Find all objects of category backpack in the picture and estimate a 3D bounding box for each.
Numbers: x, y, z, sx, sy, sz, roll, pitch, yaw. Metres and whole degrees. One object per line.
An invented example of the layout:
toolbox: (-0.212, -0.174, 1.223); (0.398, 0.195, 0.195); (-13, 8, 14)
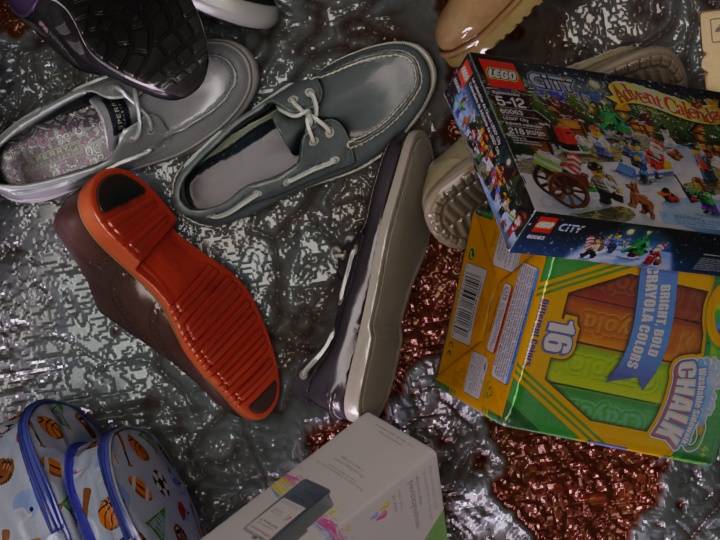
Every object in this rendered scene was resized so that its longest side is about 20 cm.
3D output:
backpack: (-0.190, 0.179, 1.641); (0.154, 0.200, 0.191); (-34, 82, 4)

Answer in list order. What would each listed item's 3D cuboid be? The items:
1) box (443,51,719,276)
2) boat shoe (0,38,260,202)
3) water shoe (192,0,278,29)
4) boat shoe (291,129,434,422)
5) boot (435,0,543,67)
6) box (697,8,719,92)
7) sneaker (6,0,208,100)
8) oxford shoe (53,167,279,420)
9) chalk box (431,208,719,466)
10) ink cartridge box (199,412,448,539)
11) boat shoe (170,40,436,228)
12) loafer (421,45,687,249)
box: (0.162, -0.063, 1.534); (0.200, 0.137, 0.038); (6, 136, -29)
boat shoe: (-0.163, -0.097, 1.670); (0.201, 0.072, 0.070); (-24, 90, 8)
water shoe: (-0.130, -0.236, 1.656); (0.200, 0.072, 0.079); (34, 100, 5)
boat shoe: (0.000, 0.000, 1.653); (0.063, 0.073, 0.200); (11, 87, 25)
boot: (0.048, -0.246, 1.559); (0.200, 0.066, 0.175); (42, 126, -10)
box: (0.327, -0.099, 1.623); (0.200, 0.021, 0.164); (-5, 93, 9)
sneaker: (-0.165, -0.162, 1.641); (0.076, 0.088, 0.200); (-41, 58, -16)
oxford shoe: (-0.131, 0.023, 1.688); (0.073, 0.071, 0.200); (-30, 98, 45)
chalk box: (0.170, 0.045, 1.586); (0.200, 0.124, 0.125); (11, 96, -22)
ink cartridge box: (-0.036, 0.197, 1.596); (0.067, 0.200, 0.117); (30, 144, 37)
boat shoe: (-0.039, -0.089, 1.658); (0.200, 0.062, 0.073); (-29, 89, 9)
loafer: (0.120, -0.092, 1.629); (0.200, 0.068, 0.076); (-30, 124, -5)
